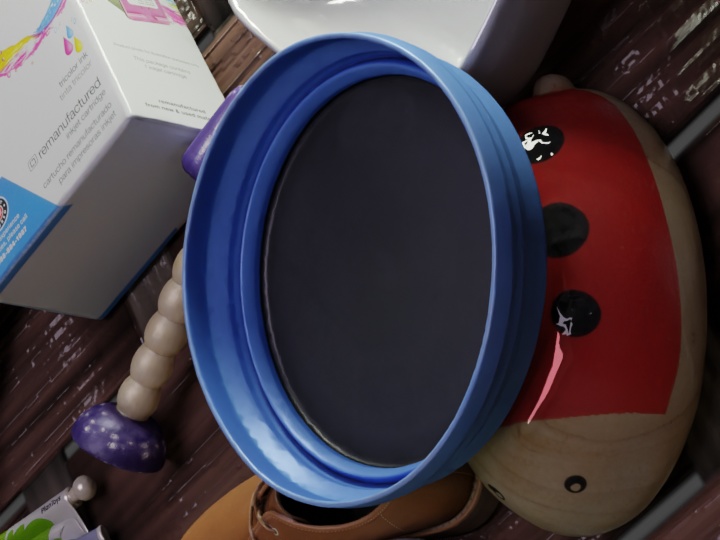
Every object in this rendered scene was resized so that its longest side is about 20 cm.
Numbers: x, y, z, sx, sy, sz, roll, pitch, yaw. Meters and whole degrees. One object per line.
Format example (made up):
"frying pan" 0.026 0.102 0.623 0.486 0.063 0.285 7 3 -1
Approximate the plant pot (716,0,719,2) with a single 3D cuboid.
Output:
"plant pot" 0.182 -0.195 0.856 0.179 0.200 0.200 -58 47 40

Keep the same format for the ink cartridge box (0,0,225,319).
"ink cartridge box" -0.164 -0.097 1.240 0.145 0.085 0.200 -48 51 28

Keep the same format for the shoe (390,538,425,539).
"shoe" -0.033 0.197 1.036 0.071 0.091 0.200 51 125 4

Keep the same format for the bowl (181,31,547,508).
"bowl" 0.000 0.000 0.984 0.201 0.039 0.201 -3 86 48

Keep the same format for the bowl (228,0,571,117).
"bowl" 0.040 -0.171 1.052 0.200 0.075 0.200 35 106 48

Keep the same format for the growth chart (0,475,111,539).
"growth chart" -0.147 0.208 1.213 0.145 0.018 0.200 -41 57 31

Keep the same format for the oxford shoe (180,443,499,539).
"oxford shoe" -0.029 0.110 1.078 0.200 0.071 0.071 -30 62 39

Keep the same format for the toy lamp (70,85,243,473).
"toy lamp" -0.084 0.004 1.163 0.058 0.058 0.200 37 111 42

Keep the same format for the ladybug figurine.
"ladybug figurine" 0.079 0.012 0.987 0.136 0.072 0.200 -17 70 42
